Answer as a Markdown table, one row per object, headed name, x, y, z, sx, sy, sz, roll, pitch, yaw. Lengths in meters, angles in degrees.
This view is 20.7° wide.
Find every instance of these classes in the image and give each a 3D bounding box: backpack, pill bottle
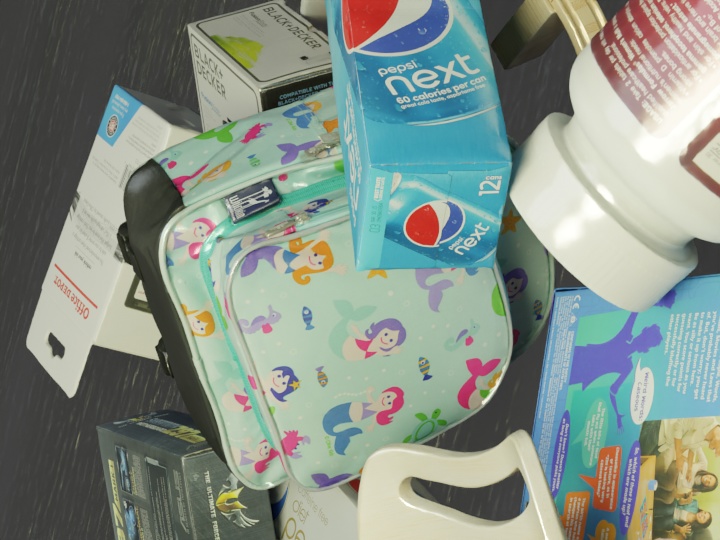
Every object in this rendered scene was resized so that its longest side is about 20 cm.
| name | x | y | z | sx | sy | sz | roll | pitch | yaw |
| --- | --- | --- | --- | --- | --- | --- | --- | --- | --- |
| backpack | 0.000 | 0.000 | 0.982 | 0.151 | 0.199 | 0.179 | 40 | 151 | 56 |
| pill bottle | 0.158 | -0.082 | 0.825 | 0.200 | 0.109 | 0.110 | -46 | 40 | 22 |

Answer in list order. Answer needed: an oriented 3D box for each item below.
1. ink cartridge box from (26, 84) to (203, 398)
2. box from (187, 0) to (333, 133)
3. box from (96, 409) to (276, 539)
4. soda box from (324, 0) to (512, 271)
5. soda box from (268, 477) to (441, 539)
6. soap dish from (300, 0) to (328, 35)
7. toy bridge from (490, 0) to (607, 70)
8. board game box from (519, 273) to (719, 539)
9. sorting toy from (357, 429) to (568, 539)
| name | x | y | z | sx | sy | sz | roll | pitch | yaw |
| --- | --- | --- | --- | --- | --- | --- | --- | --- | --- |
| ink cartridge box | -0.159 | -0.015 | 1.377 | 0.116 | 0.067 | 0.201 | 36 | 108 | 58 |
| box | -0.039 | -0.038 | 1.110 | 0.117 | 0.060 | 0.201 | -134 | 33 | -55 |
| box | -0.089 | 0.186 | 1.107 | 0.157 | 0.051 | 0.202 | 2 | 102 | 65 |
| soda box | 0.022 | -0.095 | 0.902 | 0.068 | 0.064 | 0.201 | 96 | 170 | -47 |
| soda box | -0.008 | 0.133 | 1.065 | 0.200 | 0.068 | 0.064 | 43 | 116 | 56 |
| soap dish | 0.023 | -0.222 | 1.116 | 0.157 | 0.081 | 0.202 | 117 | 166 | -85 |
| toy bridge | 0.088 | -0.123 | 0.955 | 0.201 | 0.027 | 0.067 | 61 | 155 | 10 |
| board game box | 0.149 | 0.080 | 0.857 | 0.200 | 0.045 | 0.153 | -6 | 70 | 58 |
| sorting toy | 0.057 | 0.161 | 0.853 | 0.200 | 0.106 | 0.181 | -12 | 91 | 55 |
